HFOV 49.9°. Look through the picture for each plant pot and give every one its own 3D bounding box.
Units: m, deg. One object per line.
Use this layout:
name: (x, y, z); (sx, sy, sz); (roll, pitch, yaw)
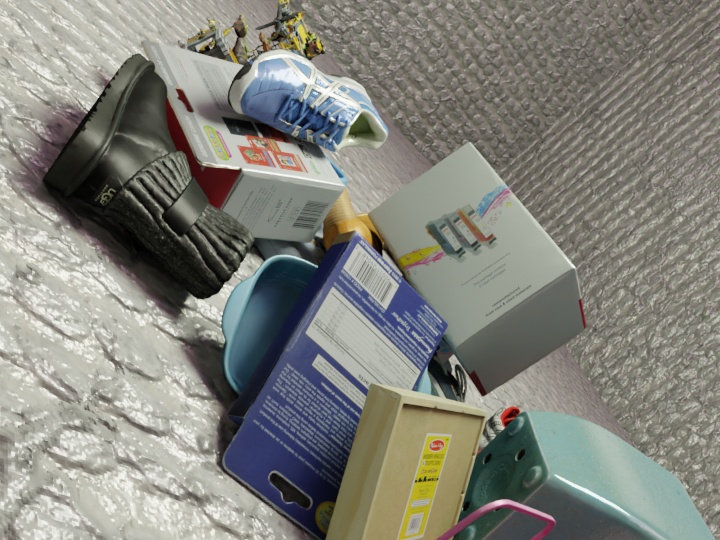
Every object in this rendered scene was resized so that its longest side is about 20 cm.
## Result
plant pot: (0.190, 0.251, 0.720); (0.199, 0.196, 0.197); (39, 16, -11)

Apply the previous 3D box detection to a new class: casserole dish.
casserole dish: (-0.029, 0.072, 0.621); (0.198, 0.123, 0.039); (30, -23, -25)

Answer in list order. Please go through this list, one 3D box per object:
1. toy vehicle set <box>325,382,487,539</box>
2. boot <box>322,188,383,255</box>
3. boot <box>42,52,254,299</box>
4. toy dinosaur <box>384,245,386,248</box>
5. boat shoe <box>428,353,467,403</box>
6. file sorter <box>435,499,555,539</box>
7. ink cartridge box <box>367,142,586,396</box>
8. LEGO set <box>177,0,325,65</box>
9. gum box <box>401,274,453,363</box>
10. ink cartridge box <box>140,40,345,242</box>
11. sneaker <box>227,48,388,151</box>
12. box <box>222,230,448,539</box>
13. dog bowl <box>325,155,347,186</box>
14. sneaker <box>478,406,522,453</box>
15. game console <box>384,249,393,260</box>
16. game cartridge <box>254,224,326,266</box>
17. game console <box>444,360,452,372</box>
toy vehicle set: (0.043, 0.161, 0.608); (0.026, 0.126, 0.199); (14, -6, 29)
boot: (0.001, 0.000, 0.890); (0.201, 0.070, 0.146); (53, 19, -68)
boot: (-0.160, -0.079, 0.644); (0.157, 0.079, 0.213); (37, 28, -23)
toy dinosaur: (-0.012, -0.047, 1.039); (0.198, 0.059, 0.101); (25, -7, 14)
boat shoe: (0.079, 0.133, 0.833); (0.061, 0.076, 0.200); (2, 19, -23)
file sorter: (0.119, 0.278, 0.526); (0.139, 0.125, 0.201); (34, 21, -49)
ink cartridge box: (0.127, -0.002, 0.846); (0.201, 0.143, 0.146); (59, 3, 35)
LEGO set: (-0.158, -0.311, 1.042); (0.155, 0.197, 0.117); (-92, 159, -47)
gum box: (0.095, 0.056, 1.044); (0.114, 0.066, 0.200); (46, 17, 6)
ink cartridge box: (-0.140, -0.134, 0.811); (0.174, 0.084, 0.201); (5, 43, -42)
sneaker: (-0.046, -0.169, 0.794); (0.198, 0.076, 0.077); (-2, 43, -46)
box: (-0.018, 0.086, 0.580); (0.121, 0.032, 0.202); (44, 59, -25)
dog bowl: (-0.083, -0.131, 0.987); (0.110, 0.050, 0.200); (16, 19, -31)
sneaker: (0.155, 0.203, 0.877); (0.068, 0.108, 0.201); (54, 14, 16)
game console: (0.155, -0.065, 1.384); (0.175, 0.199, 0.117); (32, 23, -51)
game cartridge: (-0.061, -0.019, 0.919); (0.134, 0.041, 0.200); (58, 15, 12)
game console: (0.052, 0.055, 1.099); (0.177, 0.031, 0.201); (44, 15, -29)
